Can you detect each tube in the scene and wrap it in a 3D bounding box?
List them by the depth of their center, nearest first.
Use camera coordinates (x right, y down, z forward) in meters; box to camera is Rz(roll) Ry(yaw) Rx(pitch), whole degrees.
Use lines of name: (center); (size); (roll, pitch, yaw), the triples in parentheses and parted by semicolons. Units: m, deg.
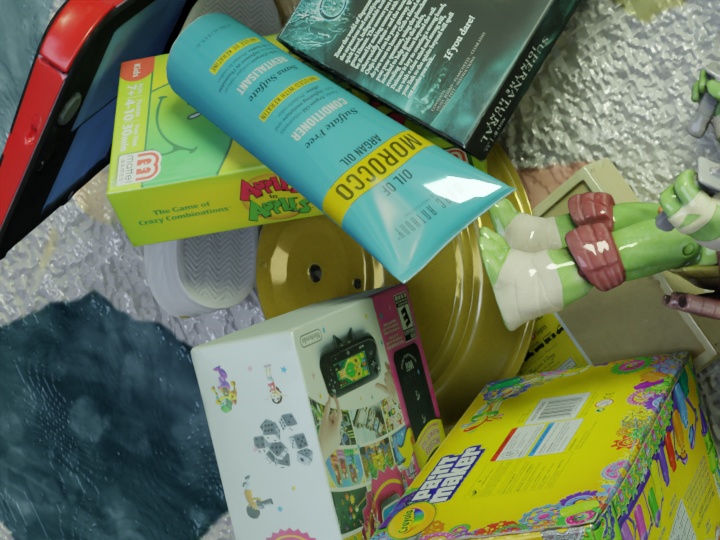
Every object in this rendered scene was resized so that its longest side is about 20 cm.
tube: (-0.019, -0.065, 0.983); (0.200, 0.077, 0.050); (37, 159, 33)

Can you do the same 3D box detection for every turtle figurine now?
turtle figurine: (0.150, -0.054, 0.939); (0.193, 0.200, 0.144); (-16, 49, 13)

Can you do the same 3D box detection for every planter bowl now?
planter bowl: (0.000, 0.000, 1.096); (0.200, 0.083, 0.201); (2, 93, 45)

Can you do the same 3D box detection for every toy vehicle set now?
toy vehicle set: (0.103, 0.044, 1.091); (0.200, 0.026, 0.124); (-42, 76, 38)

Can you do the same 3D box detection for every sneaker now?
sneaker: (-0.098, -0.070, 1.185); (0.116, 0.073, 0.201); (156, 123, -70)

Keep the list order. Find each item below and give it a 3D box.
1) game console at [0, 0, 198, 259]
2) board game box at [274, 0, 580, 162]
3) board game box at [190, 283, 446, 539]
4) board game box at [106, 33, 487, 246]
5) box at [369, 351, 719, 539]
game console: (-0.150, -0.108, 1.139); (0.031, 0.200, 0.177); (29, 122, 7)
board game box: (0.060, -0.173, 0.999); (0.135, 0.028, 0.200); (33, 91, 30)
board game box: (-0.005, 0.118, 0.976); (0.064, 0.147, 0.201); (-12, 94, 26)
board game box: (-0.034, -0.081, 1.059); (0.199, 0.102, 0.048); (-9, 139, 11)
box: (0.114, 0.173, 0.979); (0.122, 0.200, 0.193); (-11, 105, 26)
